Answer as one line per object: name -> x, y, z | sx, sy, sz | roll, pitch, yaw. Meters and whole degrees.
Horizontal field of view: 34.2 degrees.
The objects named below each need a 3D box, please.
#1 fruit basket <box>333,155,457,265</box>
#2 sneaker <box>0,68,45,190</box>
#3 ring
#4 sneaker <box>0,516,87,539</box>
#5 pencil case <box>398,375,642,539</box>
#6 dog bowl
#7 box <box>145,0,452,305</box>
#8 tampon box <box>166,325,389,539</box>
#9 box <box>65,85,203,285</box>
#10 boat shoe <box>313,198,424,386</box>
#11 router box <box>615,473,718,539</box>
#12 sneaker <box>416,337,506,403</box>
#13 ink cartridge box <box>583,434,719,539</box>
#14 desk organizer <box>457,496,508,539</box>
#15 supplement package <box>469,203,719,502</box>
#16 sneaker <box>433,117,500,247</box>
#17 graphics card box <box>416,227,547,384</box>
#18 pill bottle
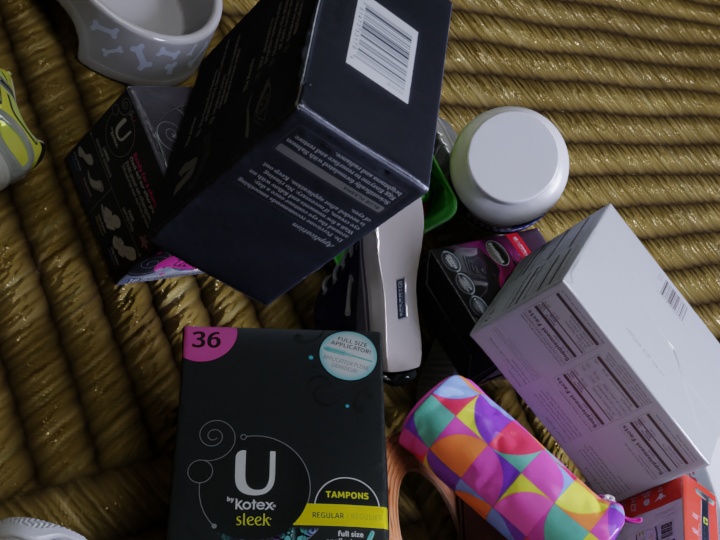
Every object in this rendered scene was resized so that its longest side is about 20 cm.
fruit basket -> 0.001, -0.115, 1.103 | 0.216, 0.155, 0.216 | 52, 18, -24
sneaker -> -0.322, -0.153, 0.919 | 0.076, 0.075, 0.200 | -30, 95, -57
ring -> 0.057, 0.234, 0.987 | 0.200, 0.019, 0.201 | 49, 27, -37
sneaker -> -0.184, 0.256, 0.742 | 0.200, 0.075, 0.115 | 50, 37, -9
pencil case -> 0.126, 0.171, 0.964 | 0.200, 0.088, 0.088 | 39, 38, 14
dog bowl -> -0.218, -0.271, 1.104 | 0.200, 0.059, 0.200 | 23, 49, -30
box -> -0.043, -0.113, 0.869 | 0.117, 0.200, 0.197 | 31, 48, -25
tampon box -> -0.060, 0.156, 0.852 | 0.150, 0.126, 0.200 | 2, 56, -6
box -> -0.125, -0.076, 1.008 | 0.200, 0.115, 0.132 | -9, 68, -46
boat shoe -> 0.000, 0.000, 1.036 | 0.075, 0.093, 0.200 | -4, 95, -52
router box -> 0.213, 0.289, 0.998 | 0.049, 0.200, 0.180 | 35, 43, -24
sneaker -> 0.123, 0.088, 1.154 | 0.105, 0.075, 0.200 | 34, 39, -13
ink cartridge box -> 0.278, 0.251, 1.088 | 0.083, 0.200, 0.145 | 12, 54, -39
desk organizer -> 0.137, 0.269, 1.007 | 0.072, 0.077, 0.200 | 47, 30, -37
supplement package -> 0.220, 0.073, 1.039 | 0.200, 0.111, 0.156 | 51, 37, -7
sneaker -> 0.113, -0.090, 1.276 | 0.082, 0.075, 0.200 | -7, 71, -54
graphics card box -> 0.138, 0.030, 1.121 | 0.200, 0.051, 0.126 | -11, 67, -50
pill bottle -> 0.140, -0.095, 1.118 | 0.111, 0.111, 0.200 | 57, 2, 4
